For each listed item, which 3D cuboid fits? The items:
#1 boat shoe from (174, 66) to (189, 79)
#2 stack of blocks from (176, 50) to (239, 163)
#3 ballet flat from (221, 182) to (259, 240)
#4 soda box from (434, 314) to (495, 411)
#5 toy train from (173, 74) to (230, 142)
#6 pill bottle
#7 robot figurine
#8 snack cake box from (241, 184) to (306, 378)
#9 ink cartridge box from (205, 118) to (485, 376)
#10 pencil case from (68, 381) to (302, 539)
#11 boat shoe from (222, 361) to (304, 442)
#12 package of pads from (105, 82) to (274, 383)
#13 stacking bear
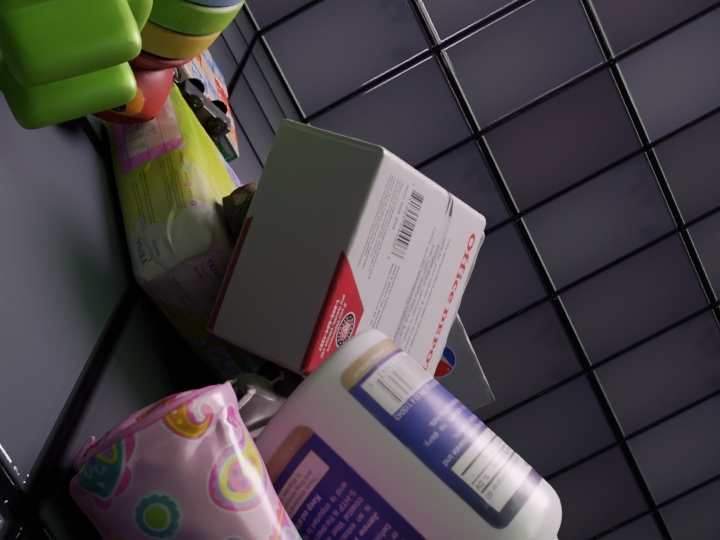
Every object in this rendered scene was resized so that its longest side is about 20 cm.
[{"bbox_3d":[-0.188,-0.180,0.891,0.202,0.061,0.075,65,3,11],"label":"boat shoe"},{"bbox_3d":[-0.179,-0.186,1.041,0.116,0.058,0.201,60,6,-33],"label":"stack of blocks"},{"bbox_3d":[-0.052,-0.020,0.795,0.200,0.046,0.068,54,11,-70],"label":"ballet flat"},{"bbox_3d":[0.054,0.040,0.978,0.064,0.068,0.202,-105,170,-70],"label":"soda box"},{"bbox_3d":[-0.179,-0.164,0.816,0.200,0.046,0.034,42,27,-35],"label":"toy train"},{"bbox_3d":[0.041,0.140,0.585,0.200,0.120,0.120,42,0,12],"label":"pill bottle"},{"bbox_3d":[-0.188,-0.181,0.579,0.202,0.114,0.176,63,-22,15],"label":"robot figurine"},{"bbox_3d":[-0.052,0.029,0.940,0.114,0.067,0.202,13,42,-42],"label":"snack cake box"},{"bbox_3d":[0.000,0.000,0.733,0.083,0.146,0.199,20,-1,28],"label":"ink cartridge box"},{"bbox_3d":[-0.053,0.152,0.464,0.202,0.087,0.087,64,5,2],"label":"pencil case"},{"bbox_3d":[-0.073,0.089,0.663,0.057,0.067,0.200,54,8,8],"label":"boat shoe"},{"bbox_3d":[-0.119,-0.029,0.790,0.155,0.068,0.201,59,6,-46],"label":"package of pads"},{"bbox_3d":[-0.134,-0.181,0.699,0.120,0.201,0.115,17,38,-29],"label":"stacking bear"}]
